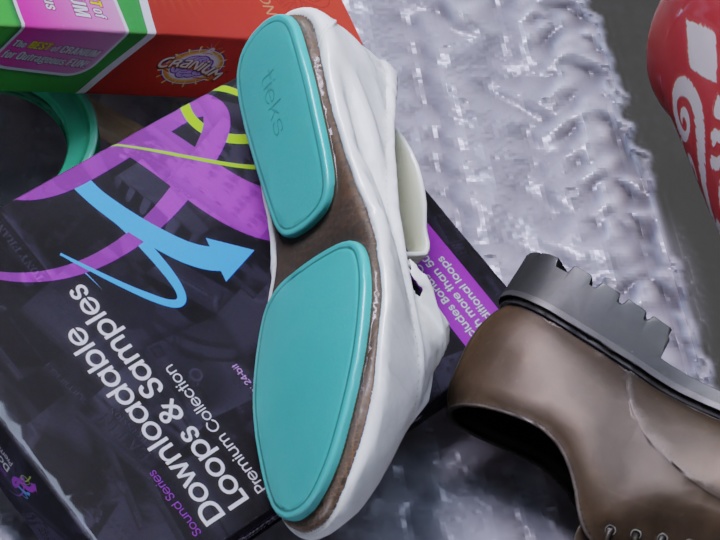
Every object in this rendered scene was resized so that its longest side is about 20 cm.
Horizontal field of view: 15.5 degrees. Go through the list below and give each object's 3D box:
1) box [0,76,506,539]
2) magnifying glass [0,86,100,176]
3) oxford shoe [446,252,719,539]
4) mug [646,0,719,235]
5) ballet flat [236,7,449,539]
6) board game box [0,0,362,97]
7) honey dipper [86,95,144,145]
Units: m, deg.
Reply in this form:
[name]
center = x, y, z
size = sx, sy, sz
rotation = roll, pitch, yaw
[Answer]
[box]
center = -0.052, 0.018, 0.928
size = 0.200, 0.036, 0.143
rotation = -33, 77, -33
[magnifying glass]
center = -0.191, -0.026, 0.983
size = 0.199, 0.022, 0.080
rotation = -22, 61, -16
[oxford shoe]
center = 0.116, 0.082, 0.903
size = 0.200, 0.073, 0.085
rotation = 32, 73, 21
[mug]
center = 0.212, -0.027, 0.977
size = 0.176, 0.134, 0.201
rotation = -3, 47, -8
[ballet flat]
center = 0.000, 0.000, 0.907
size = 0.069, 0.070, 0.201
rotation = -1, 60, -9
[board game box]
center = -0.109, -0.141, 1.032
size = 0.199, 0.040, 0.154
rotation = -2, 59, -45
[honey dipper]
center = -0.112, -0.065, 1.047
size = 0.199, 0.038, 0.038
rotation = 29, 47, 28
